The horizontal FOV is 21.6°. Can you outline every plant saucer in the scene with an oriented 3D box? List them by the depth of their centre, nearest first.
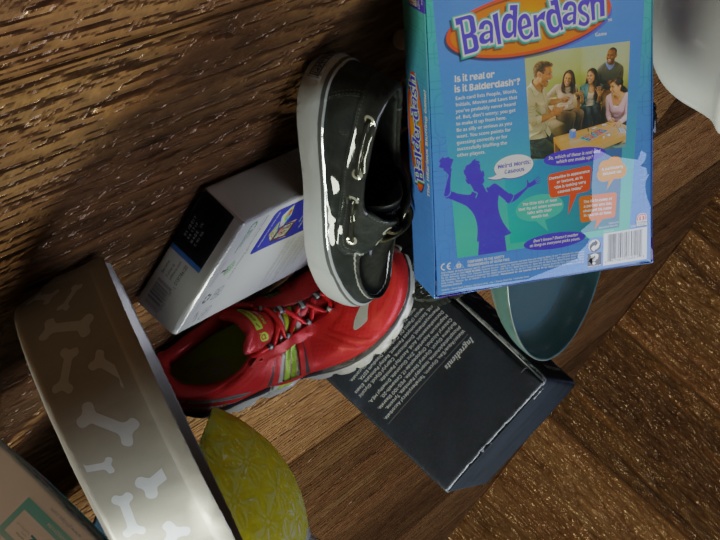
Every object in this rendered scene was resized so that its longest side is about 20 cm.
[{"bbox_3d":[0.137,-0.035,1.376,0.200,0.027,0.200,-28,122,-57],"label":"plant saucer"}]

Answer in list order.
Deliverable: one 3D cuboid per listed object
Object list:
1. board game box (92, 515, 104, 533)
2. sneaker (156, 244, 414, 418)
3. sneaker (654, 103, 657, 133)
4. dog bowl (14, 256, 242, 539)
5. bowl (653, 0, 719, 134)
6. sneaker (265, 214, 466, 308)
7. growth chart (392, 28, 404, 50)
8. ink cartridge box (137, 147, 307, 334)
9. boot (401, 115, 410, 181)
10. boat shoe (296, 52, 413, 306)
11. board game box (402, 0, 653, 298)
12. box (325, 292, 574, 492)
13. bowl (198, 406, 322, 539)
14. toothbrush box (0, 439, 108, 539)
[{"bbox_3d":[-0.160,0.186,1.280,0.200,0.047,0.151,130,-21,-83],"label":"board game box"},{"bbox_3d":[-0.054,0.043,1.279,0.200,0.077,0.085,-30,162,8],"label":"sneaker"},{"bbox_3d":[0.178,-0.091,1.667,0.200,0.111,0.077,-48,168,0],"label":"sneaker"},{"bbox_3d":[-0.123,0.088,1.009,0.059,0.200,0.200,-25,164,-5],"label":"dog bowl"},{"bbox_3d":[0.251,-0.203,1.323,0.201,0.090,0.201,-58,162,-31],"label":"bowl"},{"bbox_3d":[0.000,0.000,1.372,0.200,0.091,0.076,-24,143,22],"label":"sneaker"},{"bbox_3d":[0.100,-0.226,1.215,0.200,0.018,0.145,-54,166,23],"label":"growth chart"},{"bbox_3d":[-0.056,-0.031,1.219,0.200,0.039,0.100,-26,155,-57],"label":"ink cartridge box"},{"bbox_3d":[0.101,-0.108,1.280,0.200,0.072,0.166,-43,-155,5],"label":"boot"},{"bbox_3d":[0.002,-0.046,1.171,0.069,0.057,0.200,-52,150,-34],"label":"boat shoe"},{"bbox_3d":[0.106,-0.093,1.169,0.152,0.045,0.200,-8,112,-15],"label":"board game box"},{"bbox_3d":[0.055,0.067,1.522,0.124,0.197,0.200,-50,167,5],"label":"box"},{"bbox_3d":[-0.083,0.202,1.260,0.200,0.108,0.200,-161,-90,-88],"label":"bowl"},{"bbox_3d":[-0.196,0.157,1.052,0.085,0.146,0.200,-46,166,-9],"label":"toothbrush box"}]
